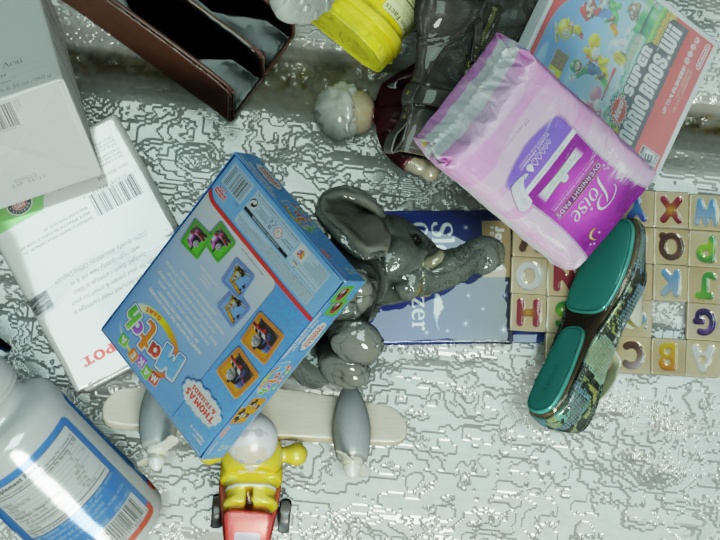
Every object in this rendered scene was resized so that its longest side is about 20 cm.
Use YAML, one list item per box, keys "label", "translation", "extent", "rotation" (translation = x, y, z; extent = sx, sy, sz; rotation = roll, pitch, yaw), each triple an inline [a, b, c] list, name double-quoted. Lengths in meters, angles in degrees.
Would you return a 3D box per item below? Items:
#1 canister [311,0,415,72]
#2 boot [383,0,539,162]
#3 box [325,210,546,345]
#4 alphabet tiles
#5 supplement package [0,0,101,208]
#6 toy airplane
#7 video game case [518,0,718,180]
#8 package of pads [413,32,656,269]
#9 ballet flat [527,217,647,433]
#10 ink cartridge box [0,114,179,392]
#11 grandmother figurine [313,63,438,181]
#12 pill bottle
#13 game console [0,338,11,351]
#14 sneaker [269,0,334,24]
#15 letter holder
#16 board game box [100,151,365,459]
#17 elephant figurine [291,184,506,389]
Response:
- label: "canister"
  translation: [0.028, -0.299, 1.665]
  extent: [0.149, 0.087, 0.200]
  rotation: [40, 83, 8]
- label: "boot"
  translation: [0.112, -0.166, 1.623]
  extent: [0.200, 0.069, 0.174]
  rotation: [4, 89, -25]
- label: "box"
  translation: [0.069, 0.006, 1.672]
  extent: [0.200, 0.032, 0.121]
  rotation: [-1, 85, -4]
- label: "alphabet tiles"
  translation: [0.231, 0.009, 1.677]
  extent: [0.200, 0.008, 0.167]
  rotation: [3, 85, -12]
- label: "supplement package"
  translation: [-0.308, -0.168, 1.577]
  extent: [0.121, 0.120, 0.200]
  rotation: [-20, 50, -3]
- label: "toy airplane"
  translation: [-0.089, 0.131, 1.598]
  extent: [0.200, 0.141, 0.199]
  rotation: [-40, 88, -5]
- label: "video game case"
  translation: [0.224, -0.185, 1.647]
  extent: [0.200, 0.017, 0.143]
  rotation: [30, 83, -35]
- label: "package of pads"
  translation: [0.147, -0.096, 1.572]
  extent: [0.121, 0.076, 0.200]
  rotation: [-50, 130, 4]
- label: "ballet flat"
  translation: [0.210, 0.052, 1.641]
  extent: [0.074, 0.074, 0.200]
  rotation: [28, 82, 0]
- label: "ink cartridge box"
  translation: [-0.227, -0.012, 1.631]
  extent: [0.145, 0.084, 0.200]
  rotation: [-28, 87, -4]
- label: "grandmother figurine"
  translation: [0.058, -0.135, 1.673]
  extent: [0.200, 0.061, 0.121]
  rotation: [5, 58, 0]
- label: "pill bottle"
  translation: [-0.271, 0.161, 1.570]
  extent: [0.112, 0.112, 0.200]
  rotation: [-43, 110, -5]
- label: "game console"
  translation: [-0.353, -0.025, 1.568]
  extent: [0.118, 0.200, 0.171]
  rotation: [5, 85, -4]
- label: "sneaker"
  translation: [-0.039, -0.302, 1.595]
  extent: [0.080, 0.076, 0.200]
  rotation: [18, 73, 18]
- label: "letter holder"
  translation: [-0.165, -0.237, 1.624]
  extent: [0.200, 0.142, 0.101]
  rotation: [36, 85, 1]
- label: "board game box"
  translation: [-0.107, 0.029, 1.507]
  extent: [0.200, 0.037, 0.151]
  rotation: [-50, 64, 20]
- label: "elephant figurine"
  translation: [0.000, 0.000, 1.587]
  extent: [0.155, 0.141, 0.200]
  rotation: [54, 48, -18]
